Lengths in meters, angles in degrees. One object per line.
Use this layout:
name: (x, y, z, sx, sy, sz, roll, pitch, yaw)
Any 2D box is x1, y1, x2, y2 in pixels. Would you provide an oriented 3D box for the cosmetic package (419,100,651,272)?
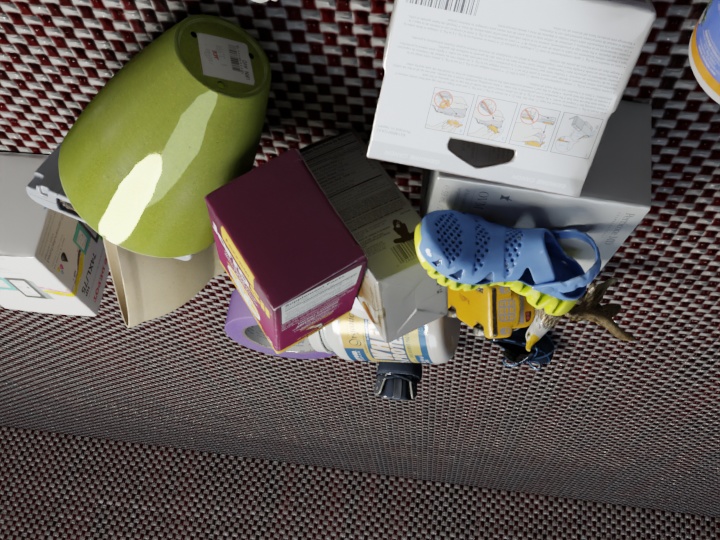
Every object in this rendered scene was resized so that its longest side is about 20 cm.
cosmetic package: (0.168, -0.082, 0.843, 0.200, 0.123, 0.199, 7, 157, 0)

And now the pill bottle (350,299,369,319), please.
pill bottle: (0.000, 0.000, 1.014, 0.104, 0.104, 0.200, 22, 180, -29)

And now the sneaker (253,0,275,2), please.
sneaker: (-0.109, -0.241, 0.643, 0.200, 0.076, 0.092, -1, 159, 23)

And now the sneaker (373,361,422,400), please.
sneaker: (0.071, 0.131, 1.329, 0.077, 0.146, 0.202, 10, 155, 2)

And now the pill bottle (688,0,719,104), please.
pill bottle: (0.308, -0.199, 0.541, 0.112, 0.112, 0.200, 8, 156, 2)

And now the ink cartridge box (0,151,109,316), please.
ink cartridge box: (-0.442, -0.044, 1.104, 0.146, 0.147, 0.200, 4, 157, 8)

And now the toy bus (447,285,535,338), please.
toy bus: (0.153, 0.030, 0.992, 0.078, 0.065, 0.200, -3, -172, -10)

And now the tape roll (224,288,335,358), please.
tape roll: (-0.128, 0.089, 1.399, 0.200, 0.066, 0.200, 8, 156, 4)

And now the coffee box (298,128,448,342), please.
coffee box: (0.009, -0.040, 0.867, 0.080, 0.200, 0.114, -25, 144, -12)

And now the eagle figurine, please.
eagle figurine: (0.246, 0.040, 1.111, 0.200, 0.151, 0.152, 19, 137, 60)

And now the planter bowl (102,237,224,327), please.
planter bowl: (-0.247, -0.041, 1.025, 0.135, 0.201, 0.200, -13, 163, -21)

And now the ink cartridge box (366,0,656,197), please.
ink cartridge box: (0.116, -0.162, 0.686, 0.200, 0.045, 0.176, 11, 129, -3)

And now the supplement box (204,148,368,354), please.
supplement box: (-0.075, -0.010, 0.824, 0.103, 0.131, 0.200, -30, 167, -13)

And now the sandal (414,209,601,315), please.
sandal: (0.143, -0.018, 0.759, 0.200, 0.080, 0.087, 11, 153, -25)

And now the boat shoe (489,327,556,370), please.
boat shoe: (0.252, 0.123, 1.339, 0.084, 0.069, 0.200, -13, 149, 40)

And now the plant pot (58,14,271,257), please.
plant pot: (-0.169, -0.142, 0.785, 0.187, 0.187, 0.200, 20, 141, -24)

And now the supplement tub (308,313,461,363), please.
supplement tub: (0.035, 0.059, 1.175, 0.200, 0.145, 0.145, 0, 155, 19)

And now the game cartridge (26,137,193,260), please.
game cartridge: (-0.249, -0.097, 0.916, 0.200, 0.133, 0.042, 22, 140, 7)
